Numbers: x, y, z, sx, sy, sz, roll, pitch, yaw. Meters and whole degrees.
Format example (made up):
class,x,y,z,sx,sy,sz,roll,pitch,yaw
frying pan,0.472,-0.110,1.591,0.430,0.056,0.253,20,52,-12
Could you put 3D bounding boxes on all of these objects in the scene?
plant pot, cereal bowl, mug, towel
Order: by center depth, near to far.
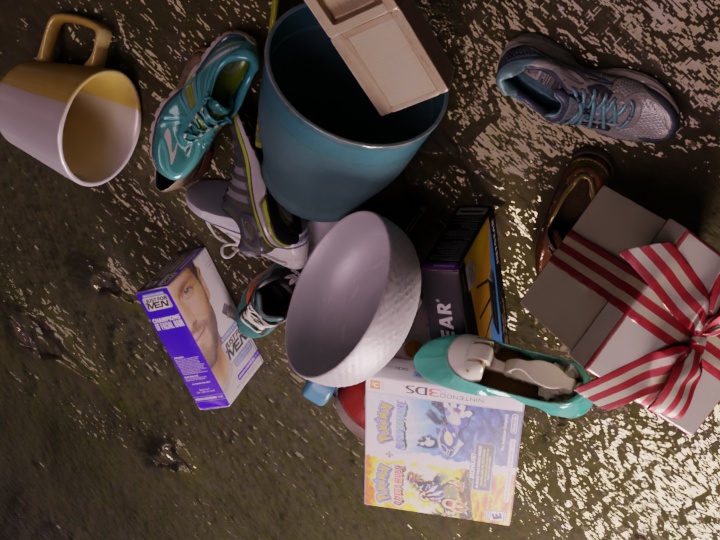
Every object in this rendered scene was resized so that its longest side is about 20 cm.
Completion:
class,x,y,z,sx,sy,sz,roll,pitch,yaw
plant pot,-0.027,-0.160,1.065,0.199,0.201,0.188,33,145,3
cereal bowl,0.002,0.039,1.072,0.083,0.202,0.200,24,136,-30
towel,-0.094,-0.244,1.098,0.018,0.086,0.201,13,126,1
mug,-0.381,-0.217,1.246,0.152,0.188,0.150,20,160,24

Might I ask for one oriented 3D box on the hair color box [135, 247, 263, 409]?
class,x,y,z,sx,sy,sz,roll,pitch,yaw
hair color box,-0.223,0.083,1.358,0.064,0.109,0.201,-12,115,31

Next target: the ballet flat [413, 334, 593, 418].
class,x,y,z,sx,sy,sz,roll,pitch,yaw
ballet flat,0.153,0.102,1.020,0.198,0.068,0.071,14,154,13

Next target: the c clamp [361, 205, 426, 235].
class,x,y,z,sx,sy,sz,roll,pitch,yaw
c clamp,-0.030,-0.071,1.222,0.199,0.027,0.172,29,134,4

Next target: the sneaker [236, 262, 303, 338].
class,x,y,z,sx,sy,sz,roll,pitch,yaw
sneaker,-0.127,0.044,1.299,0.071,0.080,0.200,38,135,-4

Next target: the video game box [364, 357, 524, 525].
class,x,y,z,sx,sy,sz,roll,pitch,yaw
video game box,0.095,0.199,1.120,0.180,0.047,0.202,7,121,11

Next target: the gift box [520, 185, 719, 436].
class,x,y,z,sx,sy,sz,roll,pitch,yaw
gift box,0.281,0.040,0.967,0.199,0.187,0.186,25,102,-25

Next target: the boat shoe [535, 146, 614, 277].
class,x,y,z,sx,sy,sz,roll,pitch,yaw
boat shoe,0.232,-0.039,1.083,0.071,0.068,0.202,15,126,17

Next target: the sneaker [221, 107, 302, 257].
class,x,y,z,sx,sy,sz,roll,pitch,yaw
sneaker,-0.136,-0.108,1.160,0.081,0.074,0.202,-27,63,27

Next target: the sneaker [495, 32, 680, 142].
class,x,y,z,sx,sy,sz,roll,pitch,yaw
sneaker,0.228,-0.171,0.988,0.198,0.086,0.078,23,129,11

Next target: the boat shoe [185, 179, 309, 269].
class,x,y,z,sx,sy,sz,roll,pitch,yaw
boat shoe,-0.145,-0.050,1.246,0.201,0.075,0.087,22,134,28

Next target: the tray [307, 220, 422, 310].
class,x,y,z,sx,sy,sz,roll,pitch,yaw
tray,0.000,0.000,1.167,0.200,0.022,0.108,52,129,27

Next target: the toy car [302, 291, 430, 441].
class,x,y,z,sx,sy,sz,roll,pitch,yaw
toy car,0.058,0.102,1.207,0.183,0.177,0.201,30,117,-2

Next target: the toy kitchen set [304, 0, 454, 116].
class,x,y,z,sx,sy,sz,roll,pitch,yaw
toy kitchen set,-0.006,-0.283,0.974,0.162,0.201,0.181,-15,129,31

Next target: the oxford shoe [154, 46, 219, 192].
class,x,y,z,sx,sy,sz,roll,pitch,yaw
oxford shoe,-0.214,-0.181,1.203,0.070,0.075,0.201,26,127,11

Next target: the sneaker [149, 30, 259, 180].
class,x,y,z,sx,sy,sz,roll,pitch,yaw
sneaker,-0.185,-0.191,1.132,0.077,0.080,0.201,24,109,-31

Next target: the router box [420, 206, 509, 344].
class,x,y,z,sx,sy,sz,roll,pitch,yaw
router box,0.128,0.047,1.138,0.051,0.149,0.202,3,122,24
